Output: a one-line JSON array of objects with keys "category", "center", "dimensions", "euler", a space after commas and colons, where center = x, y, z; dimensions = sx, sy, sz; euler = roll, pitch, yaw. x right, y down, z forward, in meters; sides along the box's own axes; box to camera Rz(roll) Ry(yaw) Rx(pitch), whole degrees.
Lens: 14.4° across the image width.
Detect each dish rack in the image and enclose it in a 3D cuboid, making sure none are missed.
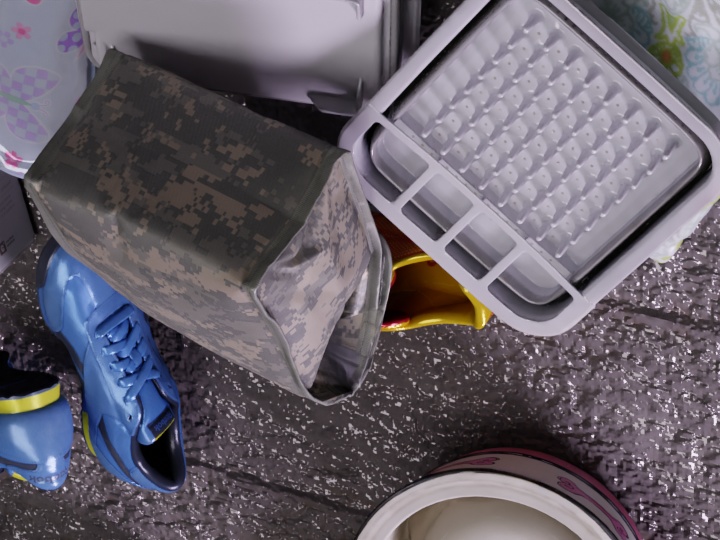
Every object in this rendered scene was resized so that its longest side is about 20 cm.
[{"category": "dish rack", "center": [-0.068, -0.144, 1.589], "dimensions": [0.199, 0.044, 0.172], "euler": [9, 153, 4]}, {"category": "dish rack", "center": [0.098, -0.070, 1.560], "dimensions": [0.172, 0.044, 0.200], "euler": [42, 135, -4]}]

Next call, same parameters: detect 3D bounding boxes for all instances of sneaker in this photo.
[{"category": "sneaker", "center": [-0.244, 0.102, 1.897], "dimensions": [0.200, 0.066, 0.079], "euler": [17, 121, 63]}, {"category": "sneaker", "center": [0.000, 0.000, 1.715], "dimensions": [0.199, 0.077, 0.073], "euler": [-2, 123, 35]}, {"category": "sneaker", "center": [-0.152, 0.059, 1.842], "dimensions": [0.078, 0.066, 0.201], "euler": [31, 144, 43]}]

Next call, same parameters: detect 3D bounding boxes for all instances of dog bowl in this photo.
[{"category": "dog bowl", "center": [0.094, 0.200, 1.781], "dimensions": [0.199, 0.074, 0.201], "euler": [8, 115, 17]}]

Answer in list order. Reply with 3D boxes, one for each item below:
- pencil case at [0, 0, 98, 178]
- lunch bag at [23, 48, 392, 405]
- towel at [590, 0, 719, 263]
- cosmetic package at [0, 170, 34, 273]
[{"category": "pencil case", "center": [-0.186, -0.150, 1.718], "dimensions": [0.090, 0.083, 0.201], "euler": [16, 131, 3]}, {"category": "lunch bag", "center": [-0.077, -0.015, 1.635], "dimensions": [0.164, 0.118, 0.200], "euler": [25, 160, 22]}, {"category": "towel", "center": [0.149, -0.112, 1.556], "dimensions": [0.171, 0.048, 0.200], "euler": [40, 135, 2]}, {"category": "cosmetic package", "center": [-0.290, -0.092, 1.835], "dimensions": [0.101, 0.074, 0.201], "euler": [6, 123, 29]}]
